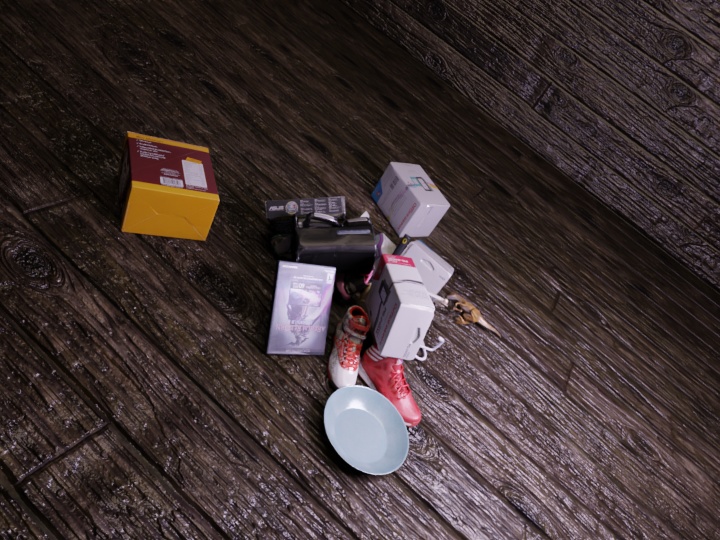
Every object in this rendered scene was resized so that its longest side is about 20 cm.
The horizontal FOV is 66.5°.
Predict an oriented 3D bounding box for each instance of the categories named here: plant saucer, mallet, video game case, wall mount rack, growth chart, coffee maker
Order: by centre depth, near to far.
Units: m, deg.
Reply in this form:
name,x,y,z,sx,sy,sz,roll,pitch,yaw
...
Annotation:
name,x,y,z,sx,sy,sz,roll,pitch,yaw
plant saucer,0.007,0.336,1.145,0.199,0.039,0.203,21,39,-18
video game case,-0.132,0.085,1.215,0.141,0.203,0.019,6,2,-31
coffee maker,-0.065,-0.040,1.331,0.197,0.135,0.195,-1,75,-12
wall mount rack,0.131,0.126,1.428,0.172,0.075,0.202,25,34,-34
mallet,0.080,-0.003,1.452,0.066,0.200,0.041,41,21,3
growth chart,0.157,0.065,1.469,0.143,0.018,0.200,26,-7,-3

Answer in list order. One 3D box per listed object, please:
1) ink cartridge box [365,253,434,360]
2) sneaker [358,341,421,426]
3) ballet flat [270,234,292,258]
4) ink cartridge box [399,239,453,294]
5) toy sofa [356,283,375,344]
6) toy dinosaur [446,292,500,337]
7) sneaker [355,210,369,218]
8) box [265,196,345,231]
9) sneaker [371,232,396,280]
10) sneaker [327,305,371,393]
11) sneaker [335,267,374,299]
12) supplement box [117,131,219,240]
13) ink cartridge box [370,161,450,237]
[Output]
name,x,y,z,sx,sy,sz,roll,pitch,yaw
ink cartridge box,0.083,0.079,1.235,0.082,0.147,0.201,10,30,-17
sneaker,0.079,0.247,1.233,0.200,0.116,0.078,45,38,14
ballet flat,-0.152,-0.068,1.467,0.199,0.072,0.072,-13,56,-45
ink cartridge box,0.186,-0.010,1.568,0.144,0.085,0.200,40,10,6
toy sofa,0.062,0.135,1.375,0.096,0.083,0.202,13,41,-24
toy dinosaur,0.335,0.131,1.608,0.200,0.061,0.106,44,36,12
sneaker,-0.005,-0.103,1.618,0.082,0.073,0.201,51,33,-15
box,-0.138,-0.145,1.420,0.196,0.160,0.045,-4,82,-2
sneaker,0.080,-0.018,1.568,0.099,0.075,0.202,33,40,-30
sneaker,-0.023,0.172,1.246,0.066,0.108,0.203,21,38,-16
sneaker,0.000,0.000,1.446,0.080,0.094,0.201,57,24,-23
supplement box,-0.461,-0.198,1.306,0.195,0.133,0.202,6,45,-32
ink cartridge box,0.162,-0.231,1.810,0.145,0.147,0.201,-4,51,-40
